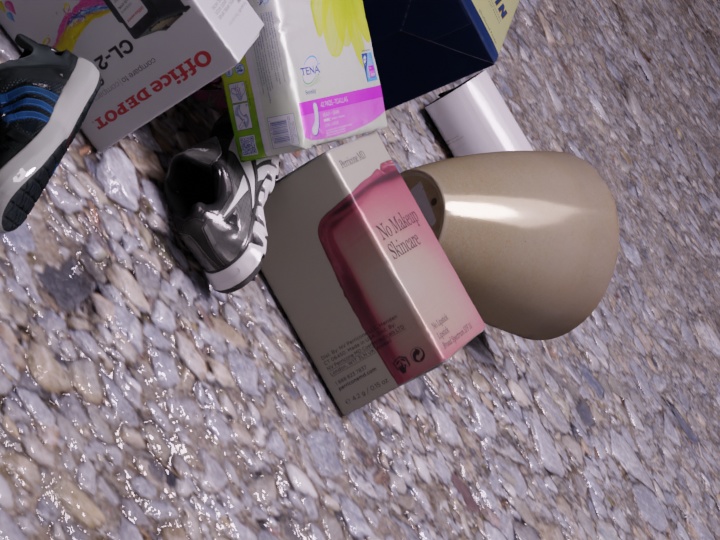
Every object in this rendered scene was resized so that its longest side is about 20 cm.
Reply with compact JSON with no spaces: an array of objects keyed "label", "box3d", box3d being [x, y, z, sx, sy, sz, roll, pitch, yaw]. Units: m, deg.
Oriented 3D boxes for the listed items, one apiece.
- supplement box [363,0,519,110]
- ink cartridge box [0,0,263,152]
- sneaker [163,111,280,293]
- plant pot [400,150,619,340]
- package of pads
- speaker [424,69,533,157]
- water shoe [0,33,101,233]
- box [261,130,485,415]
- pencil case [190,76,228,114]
[{"label":"supplement box","box3d":[0.032,-0.259,1.955,0.135,0.199,0.200,59,27,-21]},{"label":"ink cartridge box","box3d":[-0.190,-0.213,1.532,0.200,0.145,0.083,53,25,-16]},{"label":"sneaker","box3d":[-0.114,-0.078,1.637,0.091,0.066,0.201,48,28,-33]},{"label":"plant pot","box3d":[0.114,-0.038,1.961,0.199,0.187,0.188,10,52,-44]},{"label":"package of pads","box3d":[-0.049,-0.179,1.670,0.200,0.068,0.156,-25,105,-67]},{"label":"speaker","box3d":[0.152,-0.116,2.229,0.201,0.081,0.081,58,23,-4]},{"label":"water shoe","box3d":[-0.243,-0.095,1.412,0.079,0.072,0.200,27,31,-5]},{"label":"box","box3d":[0.000,0.000,1.730,0.201,0.109,0.128,60,23,-1]},{"label":"pencil case","box3d":[-0.145,-0.194,1.680,0.200,0.086,0.083,30,26,-52]}]
